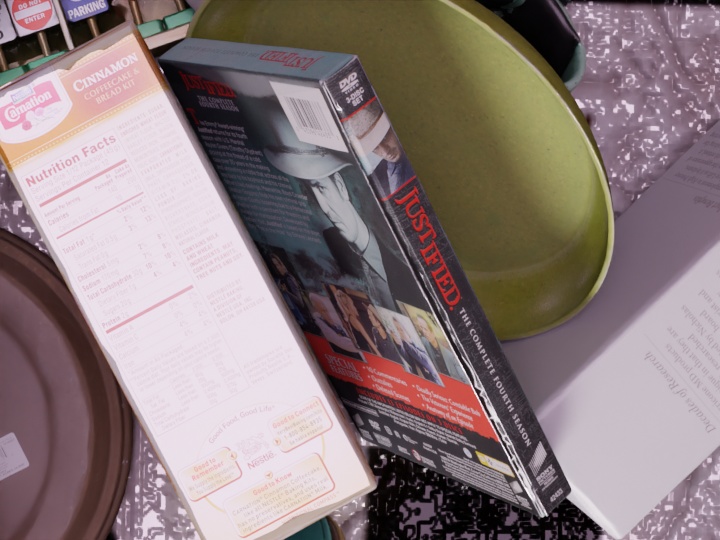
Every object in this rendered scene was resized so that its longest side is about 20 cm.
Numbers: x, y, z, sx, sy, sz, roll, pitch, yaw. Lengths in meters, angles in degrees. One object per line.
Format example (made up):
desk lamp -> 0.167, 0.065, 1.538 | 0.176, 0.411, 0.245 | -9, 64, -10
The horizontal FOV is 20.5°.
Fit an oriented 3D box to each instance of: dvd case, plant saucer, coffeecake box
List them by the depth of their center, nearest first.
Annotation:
dvd case -> 0.000, 0.000, 0.796 | 0.022, 0.146, 0.200 | -37, 114, -20
coffeecake box -> -0.073, 0.011, 0.818 | 0.073, 0.154, 0.200 | -28, 89, -3
plant saucer -> 0.018, -0.054, 0.823 | 0.200, 0.200, 0.031 | 37, 54, -1
plant saucer -> -0.200, 0.072, 0.873 | 0.199, 0.029, 0.201 | 0, 88, -4

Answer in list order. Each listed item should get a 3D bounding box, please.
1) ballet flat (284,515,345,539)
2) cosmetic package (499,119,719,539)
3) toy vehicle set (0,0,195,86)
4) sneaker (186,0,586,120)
ballet flat -> -0.037, 0.173, 0.813 | 0.068, 0.200, 0.063 | -15, 113, 16
cosmetic package -> 0.144, 0.012, 0.852 | 0.200, 0.102, 0.074 | -44, 107, -2
toy vehicle set -> -0.172, -0.133, 0.881 | 0.199, 0.027, 0.125 | -20, 89, -4
sneaker -> 0.007, -0.125, 0.838 | 0.200, 0.118, 0.074 | 36, 60, -6
